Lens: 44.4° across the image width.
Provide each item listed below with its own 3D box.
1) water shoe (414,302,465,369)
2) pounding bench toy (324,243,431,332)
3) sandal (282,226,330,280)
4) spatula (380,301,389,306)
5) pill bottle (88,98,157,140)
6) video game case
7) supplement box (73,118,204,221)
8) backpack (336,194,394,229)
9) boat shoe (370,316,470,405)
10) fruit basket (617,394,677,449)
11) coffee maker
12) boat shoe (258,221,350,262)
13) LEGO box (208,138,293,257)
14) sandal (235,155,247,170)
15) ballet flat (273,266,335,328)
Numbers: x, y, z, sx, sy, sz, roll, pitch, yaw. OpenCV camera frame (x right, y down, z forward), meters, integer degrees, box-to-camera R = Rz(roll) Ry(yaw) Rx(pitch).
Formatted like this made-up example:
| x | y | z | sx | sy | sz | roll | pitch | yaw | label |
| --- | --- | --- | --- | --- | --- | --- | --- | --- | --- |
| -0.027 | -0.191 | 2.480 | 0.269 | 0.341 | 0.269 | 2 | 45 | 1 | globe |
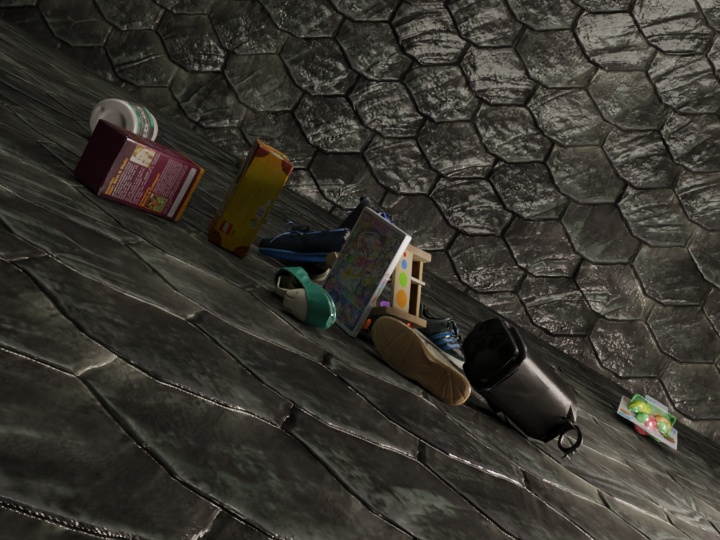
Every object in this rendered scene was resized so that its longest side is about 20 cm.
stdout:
| x | y | z | sx | sy | sz | roll | pitch | yaw | label |
| --- | --- | --- | --- | --- | --- | --- | --- | --- | --- |
| 0.182 | 0.140 | 1.860 | 0.199 | 0.080 | 0.071 | 32 | 7 | 11 | water shoe |
| 0.015 | 0.040 | 1.658 | 0.198 | 0.158 | 0.124 | -6 | -18 | 39 | pounding bench toy |
| -0.118 | -0.025 | 1.859 | 0.201 | 0.080 | 0.058 | 44 | -7 | 46 | sandal |
| 0.121 | 0.112 | 2.037 | 0.199 | 0.021 | 0.057 | 28 | 19 | -42 | spatula |
| -0.539 | -0.331 | 2.027 | 0.112 | 0.114 | 0.200 | 30 | 7 | -1 | pill bottle |
| 0.000 | 0.000 | 1.573 | 0.018 | 0.202 | 0.143 | 23 | 9 | -39 | video game case |
| -0.386 | -0.173 | 1.552 | 0.085 | 0.111 | 0.199 | 33 | 7 | 32 | supplement box |
| 0.030 | -0.082 | 2.456 | 0.135 | 0.183 | 0.200 | 45 | 3 | 37 | backpack |
| 0.102 | 0.152 | 1.493 | 0.199 | 0.072 | 0.065 | 36 | 3 | 11 | boat shoe |
| 0.820 | 0.424 | 2.505 | 0.184 | 0.095 | 0.200 | 32 | 10 | 16 | fruit basket |
| 0.284 | 0.196 | 1.518 | 0.200 | 0.135 | 0.192 | 40 | -5 | -37 | coffee maker |
| -0.108 | -0.056 | 1.786 | 0.197 | 0.070 | 0.084 | 3 | -15 | 11 | boat shoe |
| -0.211 | -0.141 | 1.690 | 0.076 | 0.202 | 0.149 | 28 | 7 | -14 | LEGO box |
| -0.366 | -0.354 | 3.105 | 0.055 | 0.082 | 0.200 | 49 | 11 | 18 | sandal |
| -0.102 | 0.046 | 1.456 | 0.069 | 0.068 | 0.200 | 1 | 18 | -21 | ballet flat |
